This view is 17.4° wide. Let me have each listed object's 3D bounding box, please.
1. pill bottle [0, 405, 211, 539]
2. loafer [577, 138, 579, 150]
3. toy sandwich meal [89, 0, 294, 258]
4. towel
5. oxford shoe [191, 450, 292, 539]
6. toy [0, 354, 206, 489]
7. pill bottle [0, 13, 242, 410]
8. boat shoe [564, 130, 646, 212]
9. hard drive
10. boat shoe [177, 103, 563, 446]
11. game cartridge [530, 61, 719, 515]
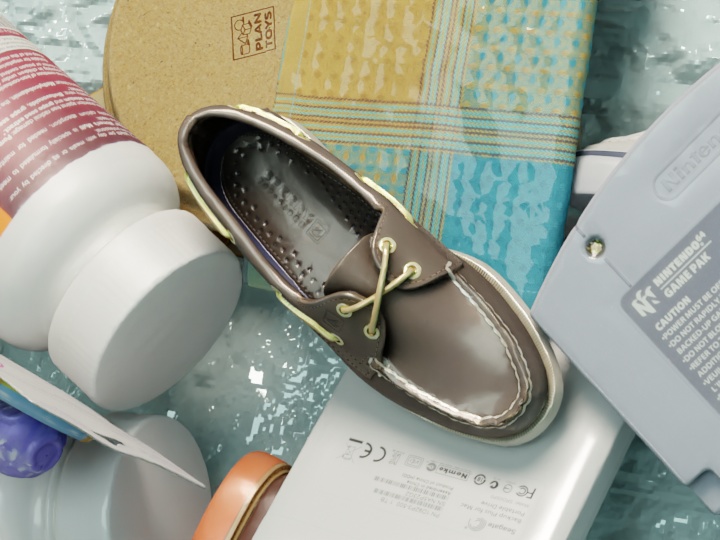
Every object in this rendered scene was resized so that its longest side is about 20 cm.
[{"bbox_3d":[-0.177,0.116,1.107,0.198,0.113,0.114,-3,75,26],"label":"pill bottle"},{"bbox_3d":[0.100,-0.139,1.056,0.063,0.072,0.201,21,95,22],"label":"loafer"},{"bbox_3d":[-0.038,-0.097,1.118,0.204,0.070,0.207,-7,74,25],"label":"toy sandwich meal"},{"bbox_3d":[0.030,-0.082,1.026,0.146,0.022,0.202,9,89,23],"label":"towel"},{"bbox_3d":[-0.058,0.185,1.055,0.072,0.071,0.201,20,87,24],"label":"oxford shoe"},{"bbox_3d":[-0.171,0.052,1.023,0.200,0.115,0.047,32,90,41],"label":"toy"},{"bbox_3d":[-0.153,-0.033,1.077,0.200,0.109,0.110,42,97,23],"label":"pill bottle"},{"bbox_3d":[0.184,-0.060,0.992,0.200,0.075,0.087,1,78,25],"label":"boat shoe"},{"bbox_3d":[0.053,0.059,1.007,0.131,0.026,0.201,13,57,28],"label":"hard drive"},{"bbox_3d":[0.000,0.000,0.985,0.200,0.059,0.072,44,99,22],"label":"boat shoe"},{"bbox_3d":[0.170,-0.017,0.941,0.200,0.041,0.133,-45,76,16],"label":"game cartridge"}]
